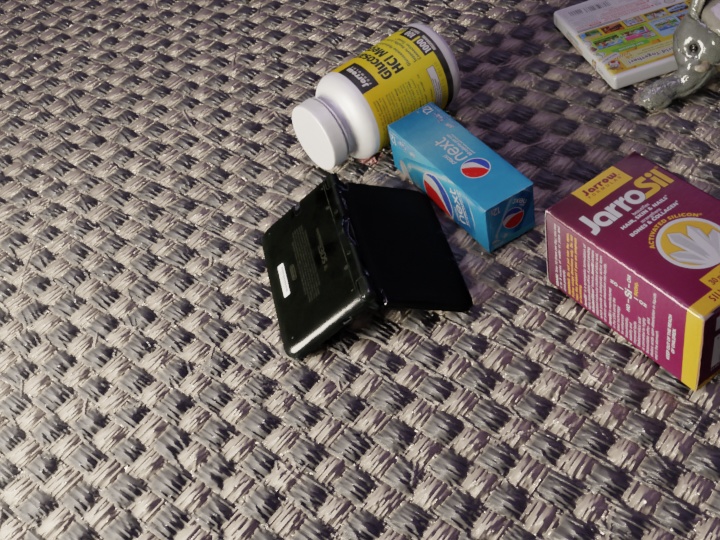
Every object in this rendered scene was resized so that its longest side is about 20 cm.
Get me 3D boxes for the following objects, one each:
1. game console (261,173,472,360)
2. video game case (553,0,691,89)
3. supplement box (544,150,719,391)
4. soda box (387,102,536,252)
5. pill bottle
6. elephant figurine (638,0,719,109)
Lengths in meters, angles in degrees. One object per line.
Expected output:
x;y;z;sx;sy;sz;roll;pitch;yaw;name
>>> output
0.000;0.000;1.053;0.175;0.116;0.201;-38;40;18;game console
0.382;-0.320;1.277;0.197;0.023;0.183;-18;44;-6;video game case
0.290;-0.006;0.925;0.130;0.104;0.200;-33;47;-18;supplement box
0.112;-0.110;1.102;0.067;0.065;0.200;-29;46;-15;soda box
0.018;-0.210;1.190;0.199;0.113;0.112;-35;48;-21;pill bottle
0.434;-0.289;1.146;0.197;0.143;0.157;2;51;10;elephant figurine
